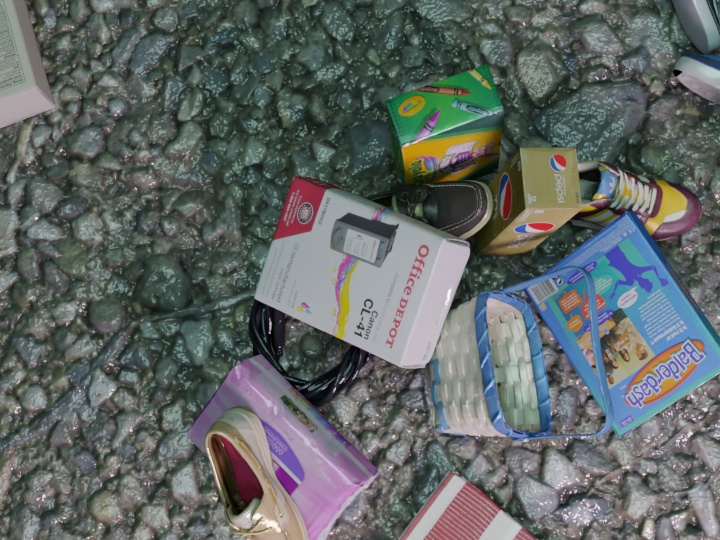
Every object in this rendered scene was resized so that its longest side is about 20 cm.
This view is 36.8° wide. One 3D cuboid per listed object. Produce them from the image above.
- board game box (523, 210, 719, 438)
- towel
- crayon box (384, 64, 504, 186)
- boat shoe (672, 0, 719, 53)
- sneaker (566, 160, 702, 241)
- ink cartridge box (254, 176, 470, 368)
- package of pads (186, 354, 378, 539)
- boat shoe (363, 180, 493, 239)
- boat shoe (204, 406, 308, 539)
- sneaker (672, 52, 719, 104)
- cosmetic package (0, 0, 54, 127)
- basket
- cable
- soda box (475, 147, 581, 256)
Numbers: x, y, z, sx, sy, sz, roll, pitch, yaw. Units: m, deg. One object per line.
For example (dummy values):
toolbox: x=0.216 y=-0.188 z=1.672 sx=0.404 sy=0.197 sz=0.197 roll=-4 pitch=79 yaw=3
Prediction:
board game box: x=0.299 y=0.060 z=1.215 sx=0.151 sy=0.045 sz=0.202 roll=-37 pitch=75 yaw=23
towel: x=0.137 y=0.341 z=1.204 sx=0.199 sy=0.023 sz=0.145 roll=38 pitch=85 yaw=13
crayon box: x=0.096 y=-0.150 z=1.228 sx=0.117 sy=0.200 sz=0.059 roll=-19 pitch=76 yaw=1
boat shoe: x=0.409 y=-0.362 z=1.316 sx=0.067 sy=0.072 sz=0.203 roll=-17 pitch=70 yaw=3
sneaker: x=0.299 y=-0.082 z=1.251 sx=0.196 sy=0.090 sz=0.076 roll=6 pitch=78 yaw=7
ink cartridge box: x=0.000 y=0.000 z=1.184 sx=0.198 sy=0.085 sz=0.150 roll=23 pitch=97 yaw=26
package of pads: x=-0.089 y=0.206 z=1.216 sx=0.200 sy=0.075 sz=0.121 roll=42 pitch=110 yaw=12
boat shoe: x=0.055 y=-0.061 z=1.241 sx=0.198 sy=0.066 sz=0.073 roll=-10 pitch=79 yaw=34
boat shoe: x=-0.117 y=0.250 z=1.157 sx=0.073 sy=0.069 sz=0.203 roll=-23 pitch=90 yaw=27
sneaker: x=0.480 y=-0.260 z=1.268 sx=0.197 sy=0.081 sz=0.149 roll=21 pitch=92 yaw=2
cosmetic package: x=-0.469 y=-0.291 z=1.374 sx=0.102 sy=0.073 sz=0.203 roll=-18 pitch=77 yaw=1
basket: x=0.173 y=0.098 z=1.184 sx=0.198 sy=0.138 sz=0.180 roll=-14 pitch=74 yaw=38
cable: x=-0.054 y=0.061 z=1.273 sx=0.162 sy=0.051 sz=0.201 roll=35 pitch=84 yaw=11
soda box: x=0.180 y=-0.072 z=1.201 sx=0.063 sy=0.200 sz=0.069 roll=-1 pitch=77 yaw=-8
